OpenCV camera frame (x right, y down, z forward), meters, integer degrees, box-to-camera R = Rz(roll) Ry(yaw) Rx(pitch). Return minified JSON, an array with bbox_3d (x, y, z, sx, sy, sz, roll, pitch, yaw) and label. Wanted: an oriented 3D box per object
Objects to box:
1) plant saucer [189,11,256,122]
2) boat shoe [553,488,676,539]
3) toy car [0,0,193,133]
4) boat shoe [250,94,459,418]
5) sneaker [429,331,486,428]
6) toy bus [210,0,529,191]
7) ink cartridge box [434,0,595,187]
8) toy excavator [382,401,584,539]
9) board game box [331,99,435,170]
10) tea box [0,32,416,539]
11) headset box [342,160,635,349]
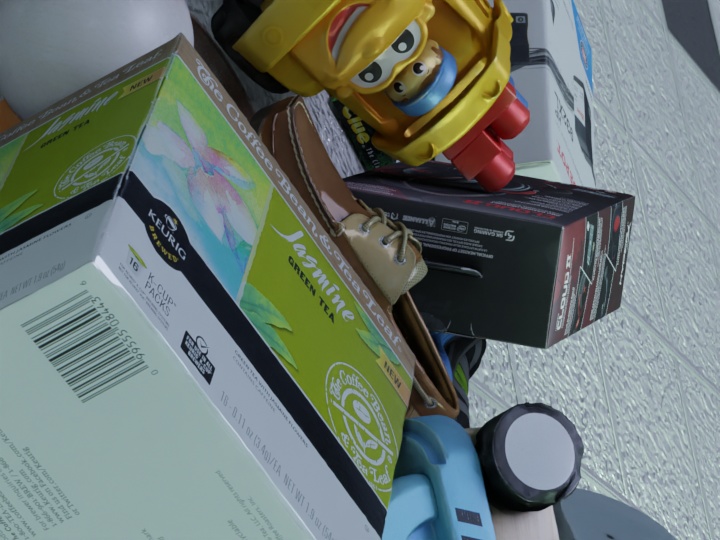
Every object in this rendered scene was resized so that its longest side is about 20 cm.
[{"bbox_3d":[-0.092,-0.048,1.508,0.200,0.032,0.201,54,25,-41],"label":"plant saucer"},{"bbox_3d":[0.113,0.179,1.477,0.070,0.091,0.200,23,14,-1],"label":"boat shoe"},{"bbox_3d":[-0.138,-0.133,1.347,0.184,0.176,0.201,29,72,-80],"label":"toy car"},{"bbox_3d":[0.000,0.000,1.553,0.076,0.073,0.201,-63,136,-66],"label":"boat shoe"},{"bbox_3d":[0.032,0.070,1.699,0.200,0.070,0.083,-61,155,-70],"label":"sneaker"},{"bbox_3d":[0.025,-0.123,1.639,0.192,0.136,0.200,48,11,-7],"label":"toy bus"},{"bbox_3d":[0.104,-0.106,1.952,0.145,0.083,0.201,63,23,-52],"label":"ink cartridge box"},{"bbox_3d":[0.005,0.165,1.289,0.199,0.100,0.196,-5,76,-25],"label":"toy excavator"},{"bbox_3d":[0.024,-0.121,1.899,0.200,0.023,0.105,-78,146,-56],"label":"board game box"},{"bbox_3d":[-0.090,0.044,1.257,0.200,0.133,0.197,54,23,-23],"label":"tea box"},{"bbox_3d":[0.065,-0.011,1.697,0.200,0.148,0.076,-20,119,-70],"label":"headset box"}]
